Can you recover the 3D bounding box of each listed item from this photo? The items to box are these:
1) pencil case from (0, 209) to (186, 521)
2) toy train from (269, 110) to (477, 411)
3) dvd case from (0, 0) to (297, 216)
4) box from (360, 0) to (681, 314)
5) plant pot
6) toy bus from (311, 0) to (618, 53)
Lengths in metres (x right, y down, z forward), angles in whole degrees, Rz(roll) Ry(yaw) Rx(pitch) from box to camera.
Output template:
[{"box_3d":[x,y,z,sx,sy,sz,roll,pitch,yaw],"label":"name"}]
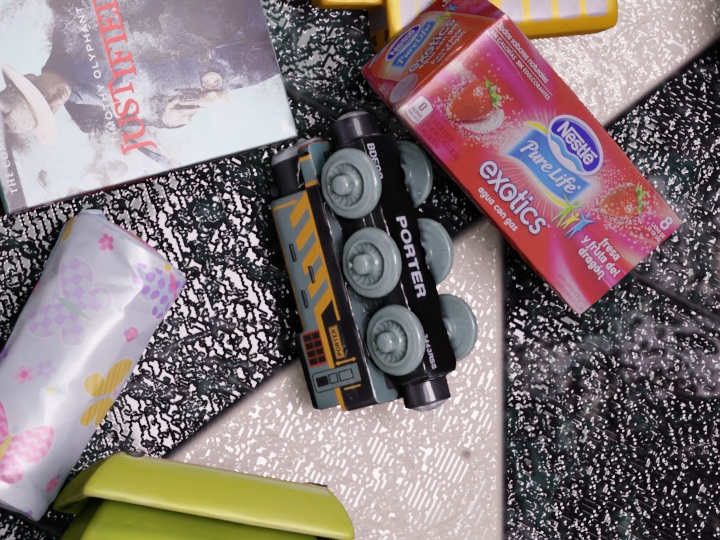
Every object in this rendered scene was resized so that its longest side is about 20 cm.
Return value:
[{"box_3d":[-0.196,0.061,1.639,0.091,0.083,0.200,29,81,27],"label":"pencil case"},{"box_3d":[0.000,0.000,1.670,0.085,0.114,0.200,-13,86,-51],"label":"toy train"},{"box_3d":[-0.153,-0.130,1.663,0.200,0.022,0.146,-15,92,-14],"label":"dvd case"},{"box_3d":[0.104,-0.081,1.666,0.095,0.100,0.200,-42,114,2],"label":"box"},{"box_3d":[-0.112,0.215,1.597,0.199,0.200,0.182,11,80,-11],"label":"plant pot"},{"box_3d":[0.067,-0.190,1.714,0.200,0.065,0.078,-6,92,-13],"label":"toy bus"}]
